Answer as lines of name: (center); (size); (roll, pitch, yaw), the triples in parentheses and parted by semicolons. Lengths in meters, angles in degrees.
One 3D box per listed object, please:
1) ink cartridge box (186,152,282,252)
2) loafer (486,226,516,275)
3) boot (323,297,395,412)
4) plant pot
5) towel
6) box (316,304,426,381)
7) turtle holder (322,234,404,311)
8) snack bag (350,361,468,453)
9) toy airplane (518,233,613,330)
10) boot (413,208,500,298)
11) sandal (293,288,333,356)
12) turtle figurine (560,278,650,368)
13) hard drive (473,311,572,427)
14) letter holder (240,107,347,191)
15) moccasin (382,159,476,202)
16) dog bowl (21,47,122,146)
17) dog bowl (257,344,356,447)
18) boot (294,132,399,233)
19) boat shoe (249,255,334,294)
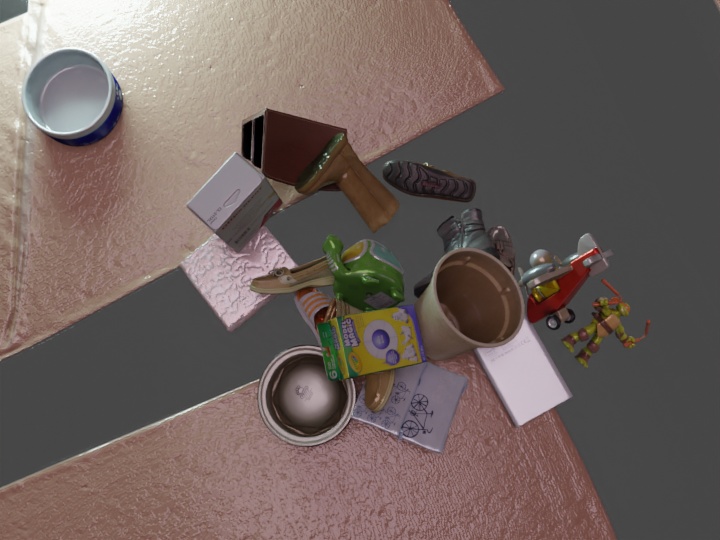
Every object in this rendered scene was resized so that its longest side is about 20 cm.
ink cartridge box: (-0.246, -0.133, 1.595); (0.083, 0.200, 0.146); (42, 85, 10)
loafer: (0.289, 0.003, 1.648); (0.071, 0.063, 0.201); (3, 81, 2)
boot: (-0.008, 0.162, 1.546); (0.155, 0.073, 0.201); (22, 61, -27)
plant pot: (0.186, 0.085, 1.561); (0.199, 0.183, 0.202); (11, 61, -21)
towel: (-0.254, -0.002, 1.690); (0.200, 0.032, 0.191); (-39, 80, -4)
box: (0.020, 0.135, 1.501); (0.199, 0.048, 0.118); (-9, 80, -27)
turtle holder: (0.000, 0.007, 1.616); (0.184, 0.141, 0.132); (11, 53, -12)
snack bag: (0.102, 0.255, 1.598); (0.199, 0.021, 0.189); (23, 56, 6)
toy airplane: (0.397, 0.002, 1.577); (0.199, 0.200, 0.141); (-41, 64, -7)
boot: (0.185, -0.033, 1.662); (0.199, 0.070, 0.132); (-28, 60, 13)
sandal: (-0.063, 0.098, 1.615); (0.079, 0.059, 0.207); (-7, 51, -35)
turtle figurine: (0.480, 0.108, 1.603); (0.161, 0.064, 0.200); (-42, 125, 6)
hard drive: (0.325, 0.199, 1.633); (0.131, 0.025, 0.201); (-28, 80, -2)
letter holder: (-0.136, -0.231, 1.638); (0.199, 0.100, 0.143); (7, 81, -36)
moccasin: (0.144, -0.191, 1.687); (0.200, 0.078, 0.074); (7, 96, 0)
dog bowl: (-0.627, -0.377, 1.745); (0.199, 0.079, 0.202); (0, 80, 3)
dog bowl: (-0.105, 0.254, 1.620); (0.199, 0.074, 0.202); (0, 81, 3)
boot: (-0.021, -0.154, 1.619); (0.200, 0.066, 0.175); (51, 60, -24)
boat shoe: (-0.132, 0.007, 1.635); (0.199, 0.073, 0.064); (-8, 102, -19)
